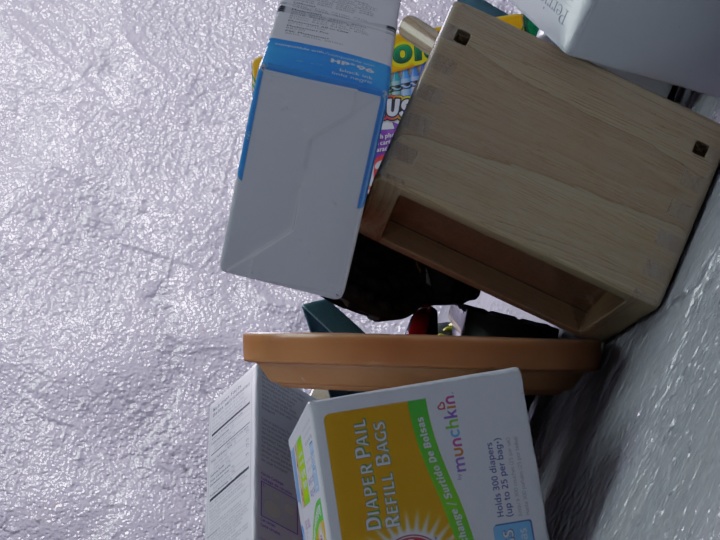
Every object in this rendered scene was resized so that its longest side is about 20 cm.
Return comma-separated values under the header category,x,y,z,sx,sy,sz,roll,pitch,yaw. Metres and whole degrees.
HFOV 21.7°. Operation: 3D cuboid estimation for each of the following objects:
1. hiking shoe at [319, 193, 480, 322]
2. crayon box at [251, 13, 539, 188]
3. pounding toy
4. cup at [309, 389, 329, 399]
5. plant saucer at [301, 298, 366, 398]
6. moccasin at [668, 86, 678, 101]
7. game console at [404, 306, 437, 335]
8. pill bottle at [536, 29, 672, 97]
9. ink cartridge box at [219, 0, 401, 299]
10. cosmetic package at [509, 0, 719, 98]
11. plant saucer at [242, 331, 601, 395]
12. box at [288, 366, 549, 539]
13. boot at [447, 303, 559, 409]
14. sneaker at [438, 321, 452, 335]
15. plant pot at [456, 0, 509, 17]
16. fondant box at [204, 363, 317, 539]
category,x,y,z,sx,sy,sz,roll,pitch,yaw
hiking shoe,0.000,0.000,1.149,0.199,0.086,0.075,11,-108,-60
crayon box,0.028,-0.090,1.227,0.058,0.198,0.120,17,-112,-63
pounding toy,0.086,-0.067,1.031,0.200,0.183,0.143,113,-178,-80
cup,0.010,0.158,1.588,0.200,0.142,0.202,-156,90,-90
plant saucer,0.001,0.075,1.241,0.019,0.070,0.200,-44,-19,-13
moccasin,0.175,-0.116,1.248,0.078,0.073,0.203,131,156,-60
game console,0.035,0.149,1.184,0.177,0.031,0.202,-65,-24,-58
pill bottle,0.186,-0.211,1.173,0.120,0.119,0.202,114,180,-77
ink cartridge box,-0.023,-0.084,1.008,0.200,0.067,0.117,-82,5,-64
cosmetic package,0.148,-0.230,0.993,0.200,0.122,0.201,53,127,51
plant saucer,0.034,0.051,1.040,0.200,0.198,0.033,111,160,-87
box,0.025,0.121,0.930,0.200,0.100,0.114,113,148,-78
boot,0.080,0.096,1.250,0.200,0.077,0.140,7,-85,-81
sneaker,0.047,0.066,1.343,0.084,0.075,0.200,-39,-7,-3
plant pot,0.105,-0.079,1.362,0.201,0.160,0.202,-156,90,-90
fondant box,-0.033,0.178,1.276,0.058,0.144,0.201,-41,31,29
